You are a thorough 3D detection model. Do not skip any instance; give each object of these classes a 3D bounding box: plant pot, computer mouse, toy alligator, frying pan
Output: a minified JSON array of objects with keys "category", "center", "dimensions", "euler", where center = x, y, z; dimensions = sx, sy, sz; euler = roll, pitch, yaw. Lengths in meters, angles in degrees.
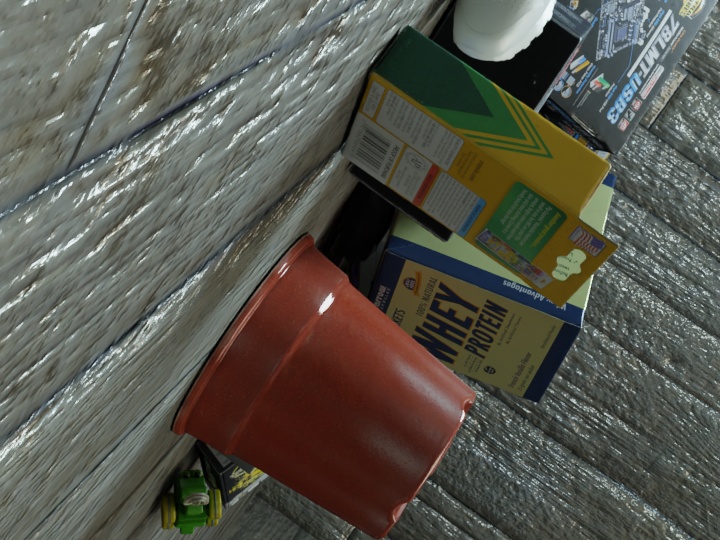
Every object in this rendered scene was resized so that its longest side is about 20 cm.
[{"category":"plant pot","center":[-0.021,0.109,1.107],"dimensions":[0.202,0.194,0.201],"euler":[-55,176,-6]},{"category":"computer mouse","center":[0.000,0.000,1.284],"dimensions":[0.059,0.034,0.202],"euler":[-38,146,-54]},{"category":"toy alligator","center":[-0.171,0.225,1.339],"dimensions":[0.200,0.058,0.055],"euler":[116,-31,-67]},{"category":"frying pan","center":[0.002,-0.045,1.348],"dimensions":[0.192,0.031,0.115],"euler":[-60,175,-8]}]

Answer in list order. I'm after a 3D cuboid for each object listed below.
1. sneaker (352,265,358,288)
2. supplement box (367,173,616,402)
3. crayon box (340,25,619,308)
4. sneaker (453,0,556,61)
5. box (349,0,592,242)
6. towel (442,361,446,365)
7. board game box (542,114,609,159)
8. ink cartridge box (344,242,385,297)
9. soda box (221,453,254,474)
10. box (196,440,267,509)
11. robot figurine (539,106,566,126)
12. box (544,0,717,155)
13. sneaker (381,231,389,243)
[{"category":"sneaker","center":[0.015,0.032,1.518],"dimensions":[0.202,0.080,0.084],"euler":[-98,169,-45]},{"category":"supplement box","center":[0.125,-0.016,1.302],"dimensions":[0.135,0.198,0.201],"euler":[109,2,-51]},{"category":"crayon box","center":[0.089,-0.069,0.924],"dimensions":[0.052,0.199,0.126],"euler":[-53,176,-23]},{"category":"sneaker","center":[0.126,-0.247,0.978],"dimensions":[0.201,0.076,0.081],"euler":[-60,167,-15]},{"category":"box","center":[0.100,-0.150,1.135],"dimensions":[0.201,0.104,0.182],"euler":[-57,178,18]},{"category":"towel","center":[0.008,0.125,1.298],"dimensions":[0.023,0.143,0.202],"euler":[66,30,-42]},{"category":"board game box","center":[0.204,-0.147,1.596],"dimensions":[0.056,0.166,0.201],"euler":[-6,142,-37]},{"category":"ink cartridge box","center":[0.074,0.014,1.406],"dimensions":[0.037,0.197,0.096],"euler":[86,6,-52]},{"category":"soda box","center":[-0.077,0.095,1.275],"dimensions":[0.201,0.068,0.063],"euler":[-58,176,22]},{"category":"box","center":[-0.084,0.163,1.432],"dimensions":[0.199,0.049,0.162],"euler":[-37,166,-18]},{"category":"robot figurine","center":[0.226,-0.228,1.442],"dimensions":[0.149,0.200,0.126],"euler":[-26,128,-19]},{"category":"box","center":[0.232,-0.251,1.294],"dimensions":[0.201,0.198,0.050],"euler":[-56,-151,0]},{"category":"sneaker","center":[0.078,-0.012,1.483],"dimensions":[0.091,0.203,0.076],"euler":[-10,-170,23]}]
